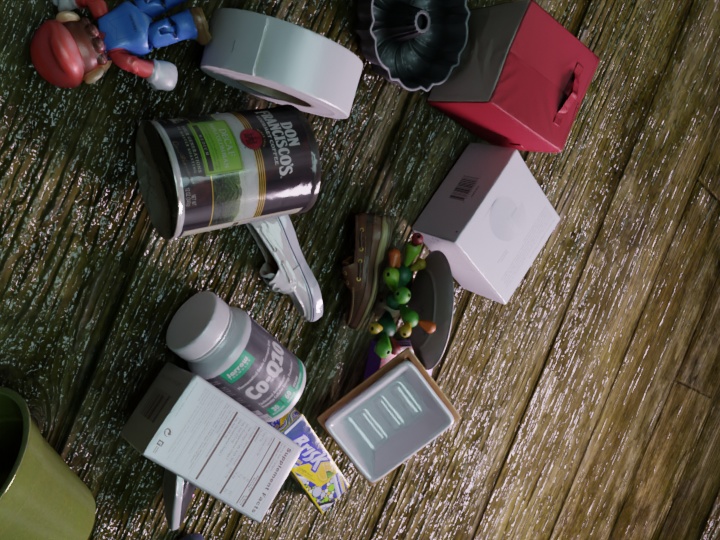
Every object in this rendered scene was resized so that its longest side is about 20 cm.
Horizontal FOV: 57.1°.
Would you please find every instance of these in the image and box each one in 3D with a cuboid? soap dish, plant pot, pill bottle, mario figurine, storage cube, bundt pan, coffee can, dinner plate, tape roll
[{"bbox_3d":[0.048,0.246,1.134,0.199,0.081,0.158,-38,100,5],"label":"soap dish"},{"bbox_3d":[-0.423,0.275,0.790,0.200,0.199,0.191,-44,139,-18],"label":"plant pot"},{"bbox_3d":[-0.178,0.126,0.958,0.114,0.113,0.200,-52,128,-12],"label":"pill bottle"},{"bbox_3d":[-0.279,-0.271,0.765,0.197,0.125,0.106,-23,151,-8],"label":"mario figurine"},{"bbox_3d":[0.247,-0.315,1.097,0.178,0.199,0.173,22,91,-33],"label":"storage cube"},{"bbox_3d":[0.072,-0.380,1.013,0.199,0.075,0.205,-12,112,-33],"label":"bundt pan"},{"bbox_3d":[-0.171,-0.130,0.860,0.198,0.146,0.149,-16,114,-33],"label":"coffee can"},{"bbox_3d":[0.111,0.066,1.121,0.024,0.200,0.204,5,103,-14],"label":"dinner plate"},{"bbox_3d":[-0.099,-0.258,0.839,0.200,0.201,0.072,14,97,-39],"label":"tape roll"}]

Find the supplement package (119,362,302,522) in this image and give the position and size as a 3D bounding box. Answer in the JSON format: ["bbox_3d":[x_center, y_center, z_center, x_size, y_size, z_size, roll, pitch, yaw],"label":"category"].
[{"bbox_3d":[-0.201,0.233,0.903,0.200,0.116,0.118,43,68,-28],"label":"supplement package"}]

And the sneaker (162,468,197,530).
[{"bbox_3d":[-0.237,0.290,0.992,0.098,0.070,0.204,6,97,-33],"label":"sneaker"}]

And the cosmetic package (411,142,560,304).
[{"bbox_3d":[0.231,-0.085,1.200,0.200,0.122,0.201,44,77,-36],"label":"cosmetic package"}]

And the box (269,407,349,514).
[{"bbox_3d":[-0.096,0.314,1.115,0.070,0.064,0.202,-40,125,-20],"label":"box"}]

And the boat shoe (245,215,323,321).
[{"bbox_3d":[-0.119,-0.002,0.992,0.069,0.071,0.202,-32,118,-26],"label":"boat shoe"}]

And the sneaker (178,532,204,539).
[{"bbox_3d":[-0.289,0.511,1.017,0.070,0.082,0.202,33,83,-39],"label":"sneaker"}]

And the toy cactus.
[{"bbox_3d":[0.063,0.049,1.092,0.100,0.165,0.204,9,76,-10],"label":"toy cactus"}]

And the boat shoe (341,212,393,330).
[{"bbox_3d":[0.000,0.000,1.094,0.066,0.072,0.203,12,108,-6],"label":"boat shoe"}]

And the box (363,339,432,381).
[{"bbox_3d":[0.064,0.229,1.226,0.135,0.039,0.203,2,103,-38],"label":"box"}]
